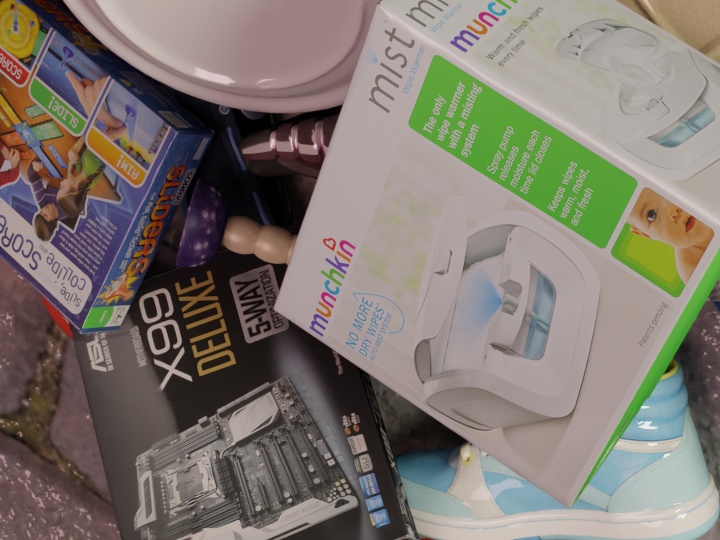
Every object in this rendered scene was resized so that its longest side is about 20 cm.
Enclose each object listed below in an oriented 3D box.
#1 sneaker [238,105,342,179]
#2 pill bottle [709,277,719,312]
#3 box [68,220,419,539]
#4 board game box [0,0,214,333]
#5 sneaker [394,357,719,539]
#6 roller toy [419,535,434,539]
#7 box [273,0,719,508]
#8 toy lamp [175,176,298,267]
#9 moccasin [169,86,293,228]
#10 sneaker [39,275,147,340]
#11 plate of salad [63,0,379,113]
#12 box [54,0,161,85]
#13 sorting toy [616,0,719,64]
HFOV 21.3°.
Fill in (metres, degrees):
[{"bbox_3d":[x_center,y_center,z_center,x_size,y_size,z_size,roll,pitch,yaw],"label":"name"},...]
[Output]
[{"bbox_3d":[0.023,-0.033,1.001,0.199,0.076,0.116,-4,103,40],"label":"sneaker"},{"bbox_3d":[0.249,0.035,0.923,0.112,0.112,0.200,-32,91,37],"label":"pill bottle"},{"bbox_3d":[-0.068,0.090,1.087,0.157,0.050,0.201,-19,67,5],"label":"box"},{"bbox_3d":[-0.186,-0.076,1.103,0.200,0.034,0.136,40,113,27],"label":"board game box"},{"bbox_3d":[0.096,0.081,1.062,0.199,0.080,0.131,-3,111,22],"label":"sneaker"},{"bbox_3d":[0.054,0.237,1.086,0.199,0.182,0.140,15,117,26],"label":"roller toy"},{"bbox_3d":[0.075,-0.025,0.863,0.176,0.097,0.200,34,137,11],"label":"box"},{"bbox_3d":[0.000,0.000,1.054,0.199,0.058,0.058,14,120,-3],"label":"toy lamp"},{"bbox_3d":[-0.066,-0.109,1.092,0.068,0.081,0.201,12,130,22],"label":"moccasin"},{"bbox_3d":[-0.121,0.037,1.184,0.108,0.067,0.202,-17,104,35],"label":"sneaker"},{"bbox_3d":[-0.062,-0.154,0.922,0.199,0.048,0.200,11,142,9],"label":"plate of salad"},{"bbox_3d":[-0.145,-0.220,1.105,0.137,0.039,0.200,35,124,15],"label":"box"},{"bbox_3d":[0.105,-0.147,0.847,0.185,0.036,0.200,52,138,-1],"label":"sorting toy"}]
